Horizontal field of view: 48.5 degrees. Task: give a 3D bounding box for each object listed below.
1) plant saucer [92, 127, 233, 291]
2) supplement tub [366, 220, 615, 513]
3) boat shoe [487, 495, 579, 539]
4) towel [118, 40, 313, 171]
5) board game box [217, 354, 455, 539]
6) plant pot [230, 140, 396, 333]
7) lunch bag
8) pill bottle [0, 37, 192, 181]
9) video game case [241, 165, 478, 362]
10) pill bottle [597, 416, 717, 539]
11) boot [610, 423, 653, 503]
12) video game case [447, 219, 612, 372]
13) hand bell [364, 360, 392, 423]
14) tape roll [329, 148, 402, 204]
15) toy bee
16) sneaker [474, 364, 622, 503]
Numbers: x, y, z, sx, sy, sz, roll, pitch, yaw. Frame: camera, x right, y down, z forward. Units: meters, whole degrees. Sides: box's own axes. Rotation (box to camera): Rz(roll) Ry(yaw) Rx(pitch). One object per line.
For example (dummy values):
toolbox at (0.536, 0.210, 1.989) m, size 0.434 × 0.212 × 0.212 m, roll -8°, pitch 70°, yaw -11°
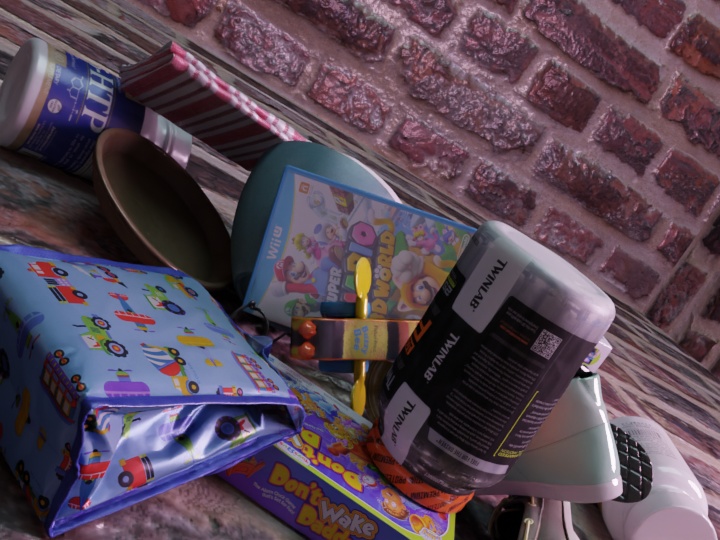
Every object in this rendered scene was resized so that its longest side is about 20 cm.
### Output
plant saucer at (-0.205, -0.059, 0.833) m, size 0.201 × 0.029 × 0.201 m, roll 50°, pitch 16°, yaw -19°
supplement tub at (0.093, 0.076, 0.616) m, size 0.121 × 0.202 × 0.123 m, roll 30°, pitch 13°, yaw -8°
boat shoe at (0.145, 0.225, 0.692) m, size 0.059 × 0.073 × 0.202 m, roll 23°, pitch 8°, yaw 2°
towel at (-0.153, -0.171, 0.865) m, size 0.198 × 0.030 × 0.145 m, roll 32°, pitch -17°, yaw -34°
board game box at (-0.020, 0.154, 0.617) m, size 0.198 × 0.045 × 0.135 m, roll 34°, pitch 14°, yaw 1°
plant pot at (-0.062, -0.015, 0.852) m, size 0.198 × 0.201 × 0.136 m, roll 33°, pitch 57°, yaw 1°
lunch bag at (-0.132, 0.057, 0.517) m, size 0.198 × 0.095 × 0.150 m, roll -4°, pitch 37°, yaw -49°
pill bottle at (-0.298, -0.163, 0.906) m, size 0.198 × 0.121 × 0.120 m, roll 21°, pitch 17°, yaw -39°
video game case at (0.000, 0.000, 0.764) m, size 0.196 × 0.146 × 0.018 m, roll 18°, pitch 1°, yaw 1°
pill bottle at (0.326, 0.257, 0.905) m, size 0.113 × 0.116 × 0.200 m, roll 32°, pitch 14°, yaw -3°
boot at (0.198, 0.182, 0.808) m, size 0.196 × 0.069 × 0.131 m, roll 14°, pitch -14°, yaw 27°
video game case at (0.198, 0.029, 1.008) m, size 0.179 × 0.046 × 0.201 m, roll 24°, pitch 21°, yaw -23°
hand bell at (0.077, 0.135, 0.870) m, size 0.103 × 0.105 × 0.200 m, roll 37°, pitch 1°, yaw 19°
tape roll at (-0.039, -0.054, 0.981) m, size 0.199 × 0.072 × 0.204 m, roll 22°, pitch -31°, yaw 14°
toy bee at (-0.020, 0.067, 0.701) m, size 0.109 × 0.196 × 0.134 m, roll 93°, pitch -23°, yaw -89°
sneaker at (0.127, 0.133, 0.705) m, size 0.197 × 0.121 × 0.073 m, roll -7°, pitch -2°, yaw 34°
